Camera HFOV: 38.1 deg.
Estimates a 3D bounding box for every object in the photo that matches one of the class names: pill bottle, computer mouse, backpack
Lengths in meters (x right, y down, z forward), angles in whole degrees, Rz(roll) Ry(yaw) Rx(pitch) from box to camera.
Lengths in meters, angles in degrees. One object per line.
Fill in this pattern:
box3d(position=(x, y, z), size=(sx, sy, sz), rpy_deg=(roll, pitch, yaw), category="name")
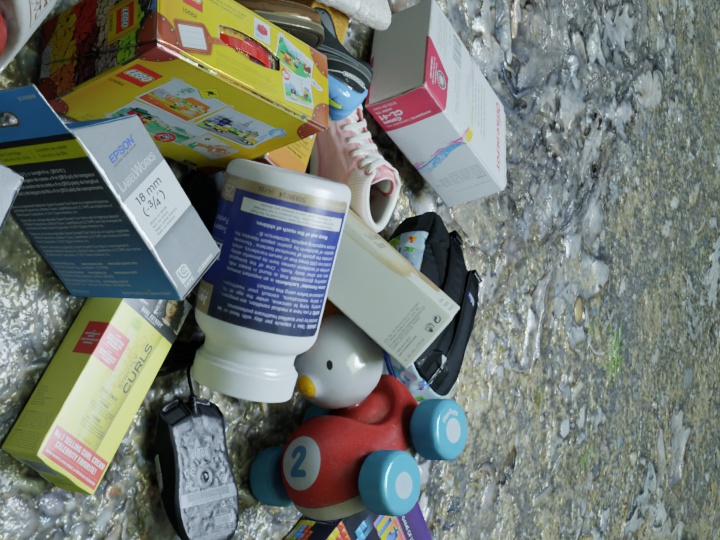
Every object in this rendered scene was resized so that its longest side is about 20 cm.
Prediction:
box3d(position=(-0.084, 0.009, 0.936), size=(0.115, 0.115, 0.201), rpy_deg=(7, 98, -52), category="pill bottle")
box3d(position=(-0.142, 0.158, 0.992), size=(0.140, 0.046, 0.201), rpy_deg=(-11, 88, -47), category="computer mouse")
box3d(position=(0.060, 0.061, 1.182), size=(0.201, 0.153, 0.164), rpy_deg=(-89, 156, -48), category="backpack")

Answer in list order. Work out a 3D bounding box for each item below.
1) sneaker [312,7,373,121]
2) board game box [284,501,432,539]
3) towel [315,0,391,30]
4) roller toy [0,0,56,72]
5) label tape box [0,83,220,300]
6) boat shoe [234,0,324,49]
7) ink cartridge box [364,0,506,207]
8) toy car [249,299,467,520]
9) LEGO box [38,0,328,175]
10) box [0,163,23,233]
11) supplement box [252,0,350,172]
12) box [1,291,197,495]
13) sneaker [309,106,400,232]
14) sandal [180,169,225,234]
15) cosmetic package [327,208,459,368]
box3d(position=(-0.072, -0.223, 0.994), size=(0.199, 0.071, 0.083), rpy_deg=(39, 56, 5), category="sneaker")
box3d(position=(0.012, 0.328, 1.180), size=(0.165, 0.056, 0.201), rpy_deg=(-44, 124, -41), category="board game box")
box3d(position=(-0.034, -0.348, 1.073), size=(0.132, 0.034, 0.201), rpy_deg=(10, 57, -51), category="towel")
box3d(position=(-0.294, -0.205, 0.677), size=(0.200, 0.182, 0.140), rpy_deg=(54, 50, -37), category="roller toy")
box3d(position=(-0.218, -0.070, 0.807), size=(0.063, 0.143, 0.201), rpy_deg=(-55, 131, -36), category="label tape box")
box3d(position=(-0.129, -0.234, 0.909), size=(0.198, 0.072, 0.069), rpy_deg=(3, 72, -14), category="boat shoe")
box3d(position=(0.094, -0.194, 1.233), size=(0.200, 0.085, 0.148), rpy_deg=(48, 37, -42), category="ink cartridge box")
box3d(position=(-0.027, 0.122, 1.034), size=(0.177, 0.184, 0.201), rpy_deg=(-37, 112, -45), category="toy car")
box3d(position=(-0.146, -0.163, 0.884), size=(0.199, 0.148, 0.078), rpy_deg=(20, 61, -50), category="LEGO box")
box3d(position=(-0.315, -0.009, 0.637), size=(0.079, 0.199, 0.142), rpy_deg=(40, 59, -44), category="box")
box3d(position=(-0.073, -0.187, 1.058), size=(0.069, 0.066, 0.201), rpy_deg=(33, 65, -47), category="supplement box")
box3d(position=(-0.217, 0.082, 0.886), size=(0.075, 0.050, 0.201), rpy_deg=(52, 52, -40), category="box")
box3d(position=(-0.003, -0.130, 1.119), size=(0.075, 0.104, 0.202), rpy_deg=(6, 84, -50), category="sneaker")
box3d(position=(-0.115, -0.006, 1.018), size=(0.075, 0.048, 0.201), rpy_deg=(-49, 126, -41), category="sandal")
box3d(position=(0.000, 0.000, 1.031), size=(0.071, 0.200, 0.105), rpy_deg=(-49, 176, 8), category="cosmetic package")
